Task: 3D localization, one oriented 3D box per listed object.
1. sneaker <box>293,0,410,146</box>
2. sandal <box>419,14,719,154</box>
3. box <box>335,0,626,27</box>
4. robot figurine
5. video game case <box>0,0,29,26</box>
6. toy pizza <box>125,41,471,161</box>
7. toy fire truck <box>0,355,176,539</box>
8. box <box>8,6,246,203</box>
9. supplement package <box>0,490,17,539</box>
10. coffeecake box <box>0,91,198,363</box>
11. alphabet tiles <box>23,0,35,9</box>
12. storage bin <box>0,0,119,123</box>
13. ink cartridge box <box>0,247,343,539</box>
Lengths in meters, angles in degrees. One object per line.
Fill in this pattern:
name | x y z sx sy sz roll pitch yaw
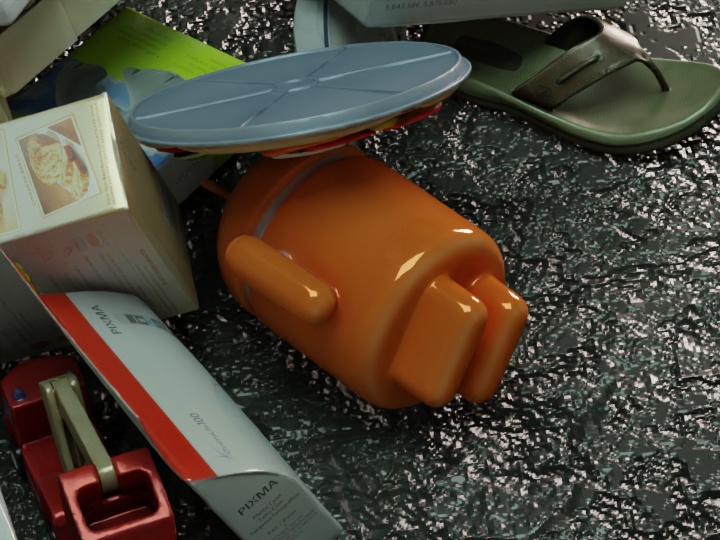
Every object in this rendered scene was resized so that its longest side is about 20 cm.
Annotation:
sneaker | -0.003 -0.142 1.755 0.070 0.073 0.201 -5 46 4
sandal | 0.127 -0.125 1.740 0.200 0.058 0.080 15 50 17
box | 0.047 -0.253 1.758 0.199 0.131 0.199 -7 32 -30
robot figurine | 0.001 0.000 1.594 0.144 0.117 0.200 -39 55 -24
video game case | -0.238 -0.198 1.673 0.181 0.022 0.200 -3 37 29
toy pizza | -0.034 -0.090 1.600 0.199 0.032 0.200 -9 15 3
toy fire truck | -0.146 0.103 1.488 0.048 0.142 0.200 -18 48 -13
box | -0.161 -0.070 1.715 0.122 0.048 0.200 26 54 29
supplement package | -0.236 0.176 1.386 0.146 0.201 0.192 -17 48 -12
coffeecake box | -0.207 -0.010 1.556 0.199 0.154 0.073 -16 67 5
alphabet tiles | -0.250 -0.178 1.676 0.199 0.006 0.167 0 37 32
storage bin | -0.214 -0.166 1.733 0.198 0.094 0.200 11 44 42
ink cartridge box | -0.102 0.060 1.487 0.047 0.200 0.160 -40 54 -4
